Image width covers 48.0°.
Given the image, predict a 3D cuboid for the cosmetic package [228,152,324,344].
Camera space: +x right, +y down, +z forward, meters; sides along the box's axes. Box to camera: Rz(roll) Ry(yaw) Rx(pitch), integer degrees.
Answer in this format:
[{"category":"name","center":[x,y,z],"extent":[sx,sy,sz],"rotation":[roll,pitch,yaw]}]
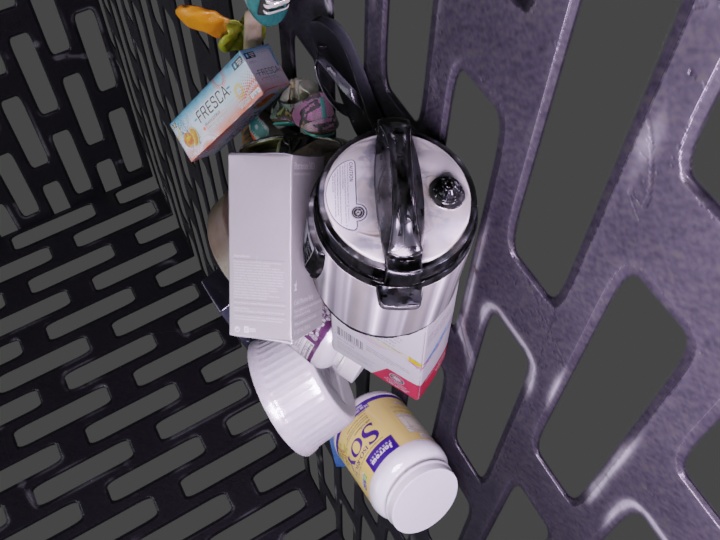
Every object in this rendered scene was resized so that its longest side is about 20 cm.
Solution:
[{"category":"cosmetic package","center":[-0.094,-0.031,0.915],"extent":[0.107,0.088,0.206],"rotation":[-25,-60,-70]}]

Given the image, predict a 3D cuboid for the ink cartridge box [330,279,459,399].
[{"category":"ink cartridge box","center":[0.039,0.056,1.027],"extent":[0.146,0.086,0.202],"rotation":[31,149,18]}]

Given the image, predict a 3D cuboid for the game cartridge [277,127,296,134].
[{"category":"game cartridge","center":[-0.090,-0.132,1.349],"extent":[0.129,0.038,0.204],"rotation":[29,141,58]}]

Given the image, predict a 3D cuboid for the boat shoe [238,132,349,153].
[{"category":"boat shoe","center":[-0.095,-0.156,1.132],"extent":[0.198,0.065,0.074],"rotation":[5,81,43]}]

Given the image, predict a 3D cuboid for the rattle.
[{"category":"rattle","center":[-0.200,-0.284,1.202],"extent":[0.130,0.139,0.206],"rotation":[-152,65,-63]}]

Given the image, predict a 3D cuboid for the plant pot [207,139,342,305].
[{"category":"plant pot","center":[-0.072,-0.068,1.043],"extent":[0.173,0.198,0.203],"rotation":[-43,68,31]}]

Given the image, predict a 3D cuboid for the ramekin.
[{"category":"ramekin","center":[-0.088,0.180,1.287],"extent":[0.203,0.096,0.201],"rotation":[58,-171,-14]}]

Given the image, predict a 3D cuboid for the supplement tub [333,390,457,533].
[{"category":"supplement tub","center":[0.055,0.308,1.314],"extent":[0.200,0.143,0.148],"rotation":[44,154,50]}]

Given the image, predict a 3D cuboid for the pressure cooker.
[{"category":"pressure cooker","center":[0.033,-0.046,0.837],"extent":[0.176,0.178,0.201],"rotation":[43,158,16]}]

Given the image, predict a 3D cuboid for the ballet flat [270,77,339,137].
[{"category":"ballet flat","center":[-0.079,-0.230,1.122],"extent":[0.200,0.067,0.073],"rotation":[-146,51,-65]}]

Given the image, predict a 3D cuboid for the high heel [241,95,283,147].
[{"category":"high heel","center":[-0.170,-0.192,1.318],"extent":[0.142,0.070,0.205],"rotation":[150,128,-62]}]

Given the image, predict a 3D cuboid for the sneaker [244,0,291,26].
[{"category":"sneaker","center":[-0.105,-0.363,0.993],"extent":[0.081,0.070,0.201],"rotation":[63,163,21]}]

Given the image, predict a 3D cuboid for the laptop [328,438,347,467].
[{"category":"laptop","center":[0.033,0.360,1.512],"extent":[0.201,0.114,0.190],"rotation":[50,159,42]}]

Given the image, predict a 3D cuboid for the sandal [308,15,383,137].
[{"category":"sandal","center":[-0.017,-0.215,0.973],"extent":[0.204,0.042,0.076],"rotation":[64,164,4]}]

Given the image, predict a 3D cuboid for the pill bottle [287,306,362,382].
[{"category":"pill bottle","center":[-0.066,0.070,1.183],"extent":[0.198,0.113,0.113],"rotation":[36,158,7]}]

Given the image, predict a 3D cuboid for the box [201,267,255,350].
[{"category":"box","center":[-0.137,0.044,1.389],"extent":[0.104,0.198,0.184],"rotation":[44,168,48]}]

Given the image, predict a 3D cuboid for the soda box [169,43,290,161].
[{"category":"soda box","center":[-0.189,-0.236,1.155],"extent":[0.198,0.063,0.069],"rotation":[-30,92,41]}]
